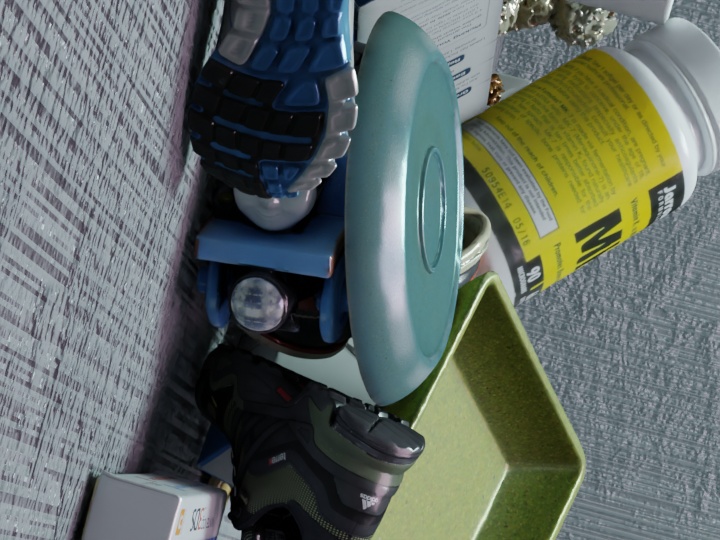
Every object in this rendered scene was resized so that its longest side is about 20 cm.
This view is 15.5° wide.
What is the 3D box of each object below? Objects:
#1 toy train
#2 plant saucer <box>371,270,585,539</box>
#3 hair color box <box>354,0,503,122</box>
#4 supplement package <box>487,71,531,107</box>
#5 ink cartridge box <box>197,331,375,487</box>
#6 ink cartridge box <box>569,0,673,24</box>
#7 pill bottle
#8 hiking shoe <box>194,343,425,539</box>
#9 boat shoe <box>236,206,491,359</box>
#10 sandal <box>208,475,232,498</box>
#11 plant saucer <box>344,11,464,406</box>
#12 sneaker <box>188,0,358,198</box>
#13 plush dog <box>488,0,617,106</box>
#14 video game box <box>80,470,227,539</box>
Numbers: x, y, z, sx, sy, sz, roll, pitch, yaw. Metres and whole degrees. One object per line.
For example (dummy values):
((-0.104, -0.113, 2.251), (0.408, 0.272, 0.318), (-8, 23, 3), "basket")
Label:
((-0.029, -0.042, 1.338), (0.200, 0.086, 0.115), (-60, 155, -65), "toy train")
((0.043, 0.130, 1.459), (0.200, 0.048, 0.200), (-61, 145, -26), "plant saucer")
((0.023, -0.138, 1.475), (0.100, 0.061, 0.200), (-27, 158, -14), "hair color box")
((0.048, -0.056, 1.917), (0.200, 0.119, 0.122), (94, 11, -67), "supplement package")
((-0.006, 0.048, 1.549), (0.068, 0.116, 0.201), (-35, -150, 50), "ink cartridge box")
((0.112, -0.251, 1.607), (0.084, 0.199, 0.146), (-68, 171, -56), "ink cartridge box")
((0.132, -0.066, 1.608), (0.200, 0.114, 0.114), (-31, 161, -13), "pill bottle")
((-0.046, 0.101, 1.355), (0.101, 0.076, 0.200), (-66, -155, -3), "hiking shoe")
((0.000, 0.000, 1.459), (0.200, 0.071, 0.063), (-9, 146, -52), "boat shoe")
((-0.055, 0.130, 1.577), (0.078, 0.069, 0.213), (72, 33, -81), "sandal")
((0.026, -0.031, 1.343), (0.200, 0.027, 0.201), (1, 90, -78), "plant saucer")
((-0.028, -0.124, 1.163), (0.087, 0.075, 0.201), (-78, 180, -53), "sneaker")
((0.066, -0.207, 1.791), (0.172, 0.160, 0.200), (-55, 136, -33), "plush dog")
((-0.115, 0.195, 1.243), (0.182, 0.047, 0.201), (34, 70, -83), "video game box")
